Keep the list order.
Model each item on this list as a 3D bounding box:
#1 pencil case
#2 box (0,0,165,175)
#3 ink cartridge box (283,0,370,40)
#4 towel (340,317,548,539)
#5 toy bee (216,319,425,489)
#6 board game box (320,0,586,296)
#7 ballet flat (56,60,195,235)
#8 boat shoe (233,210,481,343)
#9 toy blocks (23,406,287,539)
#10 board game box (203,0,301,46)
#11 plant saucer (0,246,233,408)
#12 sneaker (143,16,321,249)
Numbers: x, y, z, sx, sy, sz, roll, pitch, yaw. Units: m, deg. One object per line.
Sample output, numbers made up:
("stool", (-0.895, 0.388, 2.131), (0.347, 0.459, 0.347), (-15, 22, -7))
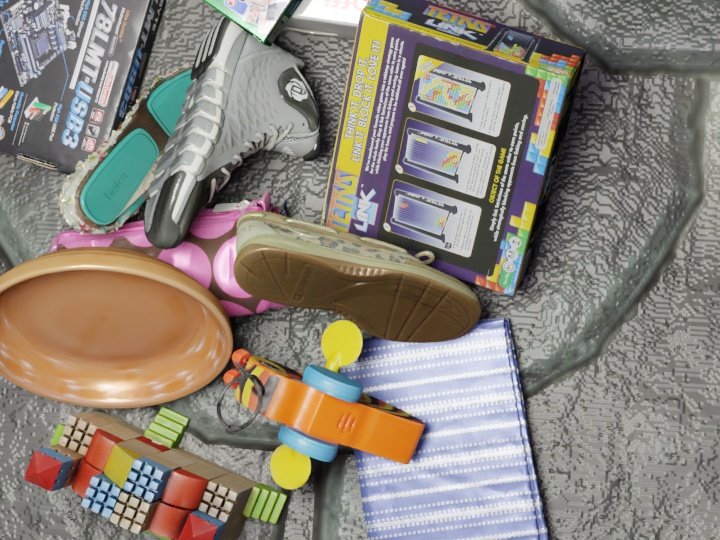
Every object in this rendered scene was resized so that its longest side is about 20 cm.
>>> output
("pencil case", (-0.153, -0.005, 1.591), (0.200, 0.091, 0.094), (-10, 123, 9))
("box", (-0.272, -0.192, 1.631), (0.198, 0.050, 0.200), (17, 94, 8))
("ink cartridge box", (-0.027, -0.289, 1.567), (0.147, 0.083, 0.200), (9, 91, 10))
("towel", (0.066, 0.144, 1.585), (0.145, 0.024, 0.200), (-10, 87, 13))
("toy bee", (-0.048, 0.091, 1.533), (0.131, 0.200, 0.109), (-51, 41, -9))
("board game box", (0.067, -0.096, 1.519), (0.165, 0.057, 0.200), (20, 125, 11))
("ballet flat", (-0.170, -0.104, 1.586), (0.200, 0.064, 0.076), (-43, 111, -25))
("boat shoe", (0.000, 0.000, 1.524), (0.200, 0.063, 0.073), (18, 129, -20))
("toy blocks", (-0.171, 0.167, 1.568), (0.200, 0.137, 0.100), (24, 94, 9))
("board game box", (-0.069, -0.291, 1.516), (0.135, 0.029, 0.200), (36, 95, 8))
("plant saucer", (-0.198, 0.041, 1.544), (0.200, 0.200, 0.037), (-7, 55, 11))
("sneaker", (-0.087, -0.093, 1.545), (0.115, 0.075, 0.200), (25, 70, -20))
